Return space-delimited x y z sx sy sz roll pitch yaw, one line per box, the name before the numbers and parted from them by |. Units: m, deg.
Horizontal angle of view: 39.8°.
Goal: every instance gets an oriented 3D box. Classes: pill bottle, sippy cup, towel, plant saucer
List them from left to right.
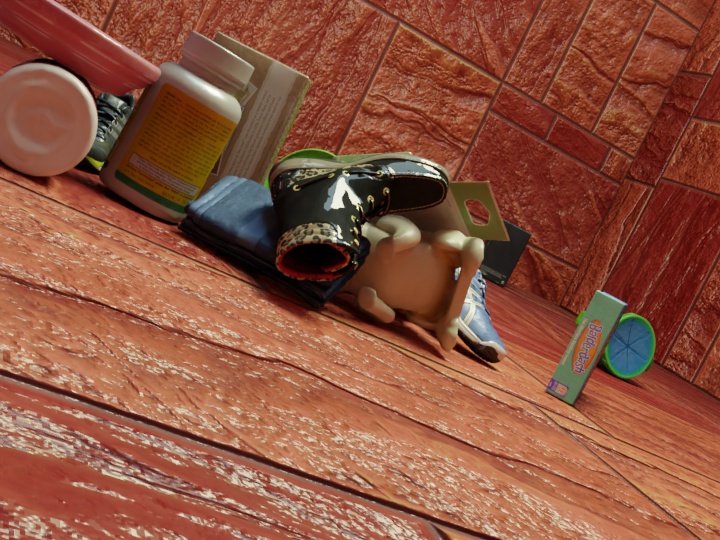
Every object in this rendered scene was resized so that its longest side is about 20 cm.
pill bottle | -0.336 -0.168 1.058 0.110 0.112 0.200 24 7 -19
plant saucer | -0.309 -0.246 1.055 0.200 0.051 0.201 33 3 -2
pill bottle | -0.207 -0.167 1.146 0.112 0.201 0.113 30 4 -2
towel | -0.094 -0.037 1.110 0.199 0.049 0.112 26 40 19
sippy cup | 0.537 0.153 2.128 0.139 0.180 0.130 -24 15 -20

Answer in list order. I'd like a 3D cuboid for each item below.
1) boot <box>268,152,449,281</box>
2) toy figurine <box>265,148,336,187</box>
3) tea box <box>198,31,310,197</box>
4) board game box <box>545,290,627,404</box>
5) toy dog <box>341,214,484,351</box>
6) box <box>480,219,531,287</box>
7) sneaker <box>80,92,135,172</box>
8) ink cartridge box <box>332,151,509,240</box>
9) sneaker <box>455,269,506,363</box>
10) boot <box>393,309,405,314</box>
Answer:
boot | 0.002 -0.054 1.059 0.201 0.074 0.155 0 40 -4
toy figurine | -0.046 -0.074 1.569 0.201 0.150 0.184 52 3 16
tea box | -0.166 -0.193 1.331 0.133 0.202 0.197 25 8 -5
board game box | 0.324 0.106 1.409 0.045 0.153 0.200 28 7 16
toy dog | 0.030 -0.018 1.203 0.198 0.141 0.194 15 24 -9
box | 0.469 -0.064 3.310 0.122 0.200 0.200 26 6 2
sneaker | -0.337 -0.185 1.275 0.073 0.081 0.200 24 18 -10
ink cartridge box | 0.076 -0.088 1.222 0.198 0.048 0.146 -1 -27 19
sneaker | 0.141 0.038 1.339 0.201 0.077 0.076 56 0 31
boot | 0.001 0.000 1.364 0.200 0.071 0.144 33 1 8
